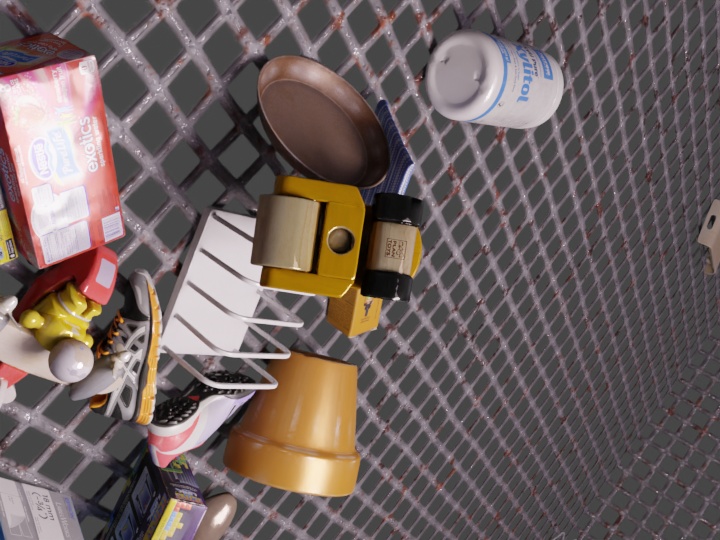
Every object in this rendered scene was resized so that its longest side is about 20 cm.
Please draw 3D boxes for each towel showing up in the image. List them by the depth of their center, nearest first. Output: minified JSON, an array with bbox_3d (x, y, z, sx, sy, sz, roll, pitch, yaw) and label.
[{"bbox_3d":[0.031,-0.128,1.130,0.024,0.200,0.145,7,123,-16],"label":"towel"}]

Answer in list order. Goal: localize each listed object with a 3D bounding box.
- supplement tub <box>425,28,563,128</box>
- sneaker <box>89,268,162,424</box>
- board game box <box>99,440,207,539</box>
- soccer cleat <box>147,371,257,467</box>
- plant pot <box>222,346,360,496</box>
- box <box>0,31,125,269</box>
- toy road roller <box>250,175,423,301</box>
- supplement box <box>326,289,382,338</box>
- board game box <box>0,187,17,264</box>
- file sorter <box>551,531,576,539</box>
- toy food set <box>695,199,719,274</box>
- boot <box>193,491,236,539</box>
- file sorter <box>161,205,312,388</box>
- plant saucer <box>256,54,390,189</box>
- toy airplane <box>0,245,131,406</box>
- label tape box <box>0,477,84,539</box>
[{"bbox_3d":[0.205,-0.286,1.271,0.200,0.132,0.132,-6,118,-47],"label":"supplement tub"},{"bbox_3d":[-0.284,0.095,1.017,0.077,0.078,0.200,5,102,-17],"label":"sneaker"},{"bbox_3d":[-0.284,0.349,1.107,0.057,0.165,0.200,23,97,-30],"label":"board game box"},{"bbox_3d":[-0.216,0.197,1.145,0.200,0.068,0.073,-26,129,-57],"label":"soccer cleat"},{"bbox_3d":[-0.085,0.216,1.246,0.200,0.200,0.183,17,85,-53],"label":"plant pot"},{"bbox_3d":[-0.309,-0.117,0.818,0.100,0.095,0.200,-28,133,-36],"label":"box"},{"bbox_3d":[-0.027,-0.031,0.982,0.200,0.146,0.123,9,88,-12],"label":"toy road roller"},{"bbox_3d":[0.000,0.000,1.285,0.067,0.069,0.200,-16,124,-42],"label":"supplement box"},{"bbox_3d":[-0.430,-0.069,0.740,0.200,0.062,0.200,-26,132,-35],"label":"board game box"},{"bbox_3d":[0.664,0.923,2.584,0.139,0.200,0.125,-18,123,-42],"label":"file sorter"},{"bbox_3d":[1.014,-0.094,2.418,0.144,0.060,0.200,-63,146,-15],"label":"toy food set"},{"bbox_3d":[-0.256,0.413,1.210,0.200,0.070,0.146,-46,-175,-8],"label":"boot"},{"bbox_3d":[-0.148,0.042,1.081,0.139,0.124,0.200,11,106,-50],"label":"file sorter"},{"bbox_3d":[-0.050,-0.176,1.034,0.200,0.200,0.034,-6,154,-47],"label":"plant saucer"},{"bbox_3d":[-0.339,0.081,0.882,0.200,0.141,0.199,-21,131,-41],"label":"toy airplane"},{"bbox_3d":[-0.376,0.338,1.006,0.063,0.144,0.200,-39,144,6],"label":"label tape box"}]
